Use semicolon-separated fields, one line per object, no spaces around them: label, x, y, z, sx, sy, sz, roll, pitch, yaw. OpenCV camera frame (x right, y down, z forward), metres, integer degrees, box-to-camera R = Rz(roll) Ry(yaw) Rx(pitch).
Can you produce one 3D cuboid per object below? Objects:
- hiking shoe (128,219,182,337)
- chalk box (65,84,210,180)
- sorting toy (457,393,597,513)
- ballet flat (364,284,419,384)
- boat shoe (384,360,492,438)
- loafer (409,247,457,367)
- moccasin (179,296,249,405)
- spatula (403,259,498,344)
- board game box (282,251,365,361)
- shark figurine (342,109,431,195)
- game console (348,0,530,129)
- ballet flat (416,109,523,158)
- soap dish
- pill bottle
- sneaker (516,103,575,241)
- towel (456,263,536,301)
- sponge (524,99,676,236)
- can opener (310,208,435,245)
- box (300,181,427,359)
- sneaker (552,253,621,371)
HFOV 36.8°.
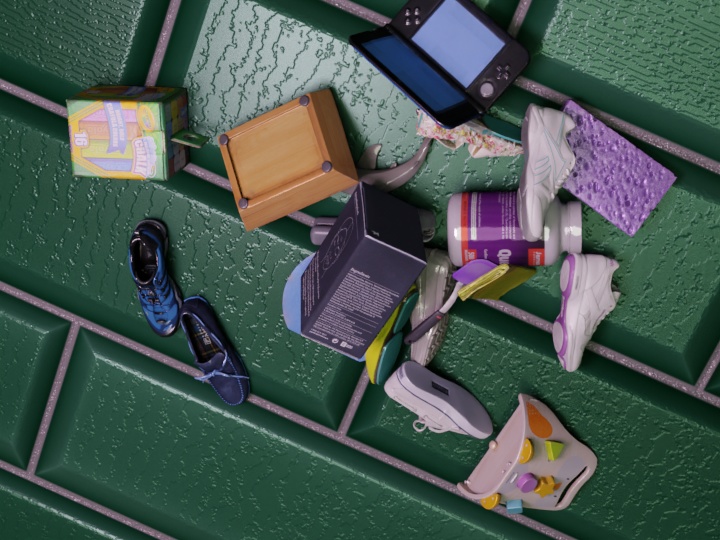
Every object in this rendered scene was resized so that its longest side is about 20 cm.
hiking shoe;-0.345;0.021;1.769;0.073;0.087;0.203;-7;107;12
chalk box;-0.335;-0.214;1.671;0.197;0.125;0.126;2;109;8
sorting toy;0.290;0.328;1.761;0.178;0.107;0.201;21;112;-26
ballet flat;0.038;0.089;1.705;0.067;0.067;0.202;33;129;20
boat shoe;0.120;0.227;1.754;0.201;0.075;0.086;31;127;-24
loafer;0.104;0.058;1.720;0.069;0.070;0.203;20;114;24
moccasin;-0.255;0.144;1.803;0.080;0.068;0.201;-26;103;17
spatula;0.132;0.049;1.653;0.056;0.021;0.200;24;120;-34
board game box;-0.025;0.049;1.750;0.198;0.039;0.159;24;110;-7
shark figurine;0.038;-0.148;1.649;0.212;0.090;0.129;-21;105;18
game console;0.114;-0.312;1.522;0.200;0.118;0.171;43;95;11
ballet flat;0.162;-0.203;1.592;0.198;0.076;0.064;17;123;-29
soap dish;-0.116;-0.170;1.640;0.198;0.081;0.159;-22;75;17
pill bottle;0.232;-0.063;1.628;0.197;0.113;0.114;-1;108;10
sneaker;0.268;-0.140;1.549;0.079;0.070;0.203;8;80;-4
towel;0.209;0.020;1.619;0.086;0.200;0.018;-31;77;18
sponge;0.357;-0.152;1.610;0.199;0.030;0.112;35;98;-3
can opener;0.020;-0.073;1.689;0.197;0.054;0.068;3;123;9
box;0.000;0.000;1.605;0.106;0.149;0.201;23;121;-18
sneaker;0.353;0.069;1.672;0.098;0.075;0.202;0;117;-9
